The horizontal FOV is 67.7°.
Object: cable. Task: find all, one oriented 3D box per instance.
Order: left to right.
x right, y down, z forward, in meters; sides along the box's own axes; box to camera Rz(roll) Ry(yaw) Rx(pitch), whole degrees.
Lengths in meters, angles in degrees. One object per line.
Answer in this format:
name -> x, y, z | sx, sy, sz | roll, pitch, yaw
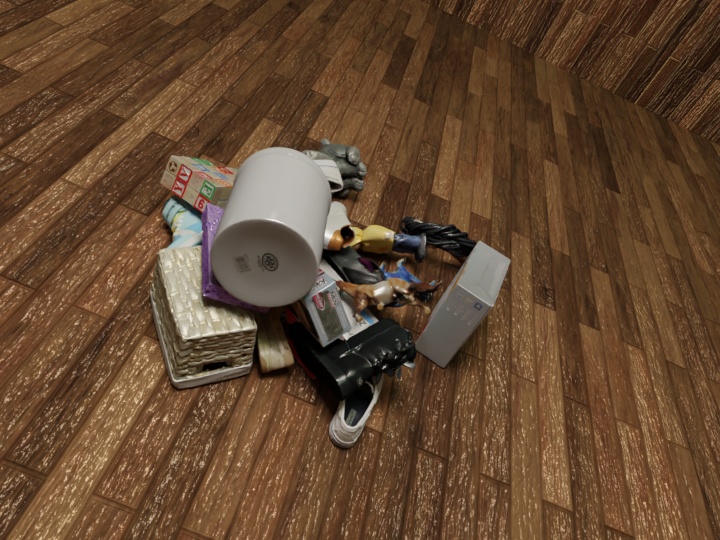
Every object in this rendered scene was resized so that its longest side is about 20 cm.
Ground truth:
cable -> 0.196, -0.079, 1.244 | 0.198, 0.163, 0.052 | 23, 81, -25

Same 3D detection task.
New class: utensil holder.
utensil holder -> -0.132, -0.068, 0.832 | 0.167, 0.171, 0.201 | 16, 36, -12

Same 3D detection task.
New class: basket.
basket -> -0.257, 0.067, 0.881 | 0.134, 0.124, 0.201 | -6, 52, -31

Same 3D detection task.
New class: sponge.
sponge -> -0.205, -0.023, 0.884 | 0.110, 0.030, 0.202 | 21, 34, -32

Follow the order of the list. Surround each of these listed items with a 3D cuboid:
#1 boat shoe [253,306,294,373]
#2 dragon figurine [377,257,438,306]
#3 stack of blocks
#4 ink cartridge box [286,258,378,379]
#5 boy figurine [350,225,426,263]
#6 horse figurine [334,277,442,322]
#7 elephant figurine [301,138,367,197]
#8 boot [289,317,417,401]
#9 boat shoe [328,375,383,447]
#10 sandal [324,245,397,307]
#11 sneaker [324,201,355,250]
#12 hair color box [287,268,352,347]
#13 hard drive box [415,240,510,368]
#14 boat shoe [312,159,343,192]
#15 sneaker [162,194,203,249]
boat shoe -> -0.161, 0.082, 0.950 | 0.063, 0.072, 0.203 | -8, 61, -14
dragon figurine -> 0.077, 0.034, 1.129 | 0.198, 0.059, 0.100 | -11, 54, -36
stack of blocks -> -0.287, -0.171, 1.081 | 0.114, 0.059, 0.200 | 33, 16, 13
ink cartridge box -> -0.079, 0.083, 1.015 | 0.175, 0.045, 0.200 | -24, 62, -42
boy figurine -> 0.044, -0.061, 1.171 | 0.196, 0.124, 0.066 | 4, 76, -8
horse figurine -> 0.048, 0.046, 0.990 | 0.197, 0.051, 0.133 | -8, 21, -15
elephant figurine -> -0.092, -0.213, 1.234 | 0.199, 0.143, 0.154 | -31, 24, -34
boot -> -0.012, 0.126, 0.921 | 0.161, 0.074, 0.198 | -25, 40, -26
boat shoe -> 0.005, 0.205, 0.923 | 0.073, 0.066, 0.201 | 23, 43, -4
sandal -> -0.001, 0.000, 1.077 | 0.075, 0.048, 0.200 | -32, 60, -32
sneaker -> -0.046, -0.083, 1.115 | 0.084, 0.074, 0.200 | 23, 25, 2
hair color box -> -0.097, 0.032, 0.912 | 0.060, 0.100, 0.200 | -30, 35, -17
hard drive box -> 0.199, 0.068, 1.054 | 0.076, 0.201, 0.156 | 31, 42, 7
boat shoe -> -0.122, -0.182, 1.105 | 0.198, 0.072, 0.066 | -9, 63, -40
sneaker -> -0.341, -0.074, 1.012 | 0.130, 0.080, 0.200 | 32, 33, 3
